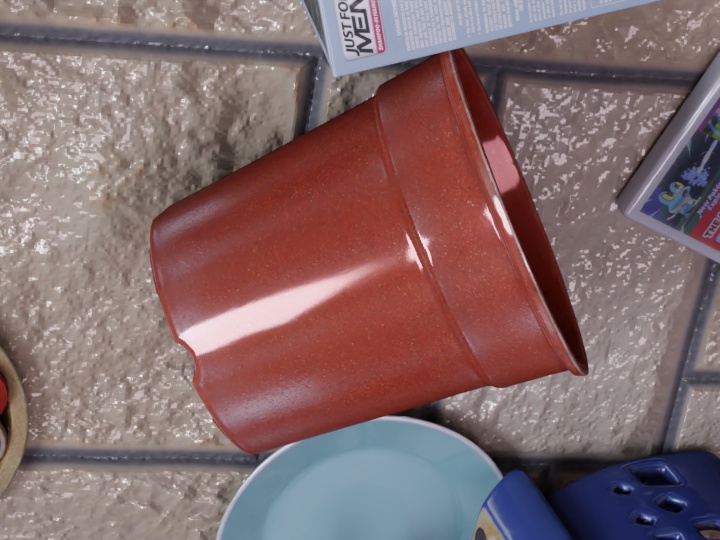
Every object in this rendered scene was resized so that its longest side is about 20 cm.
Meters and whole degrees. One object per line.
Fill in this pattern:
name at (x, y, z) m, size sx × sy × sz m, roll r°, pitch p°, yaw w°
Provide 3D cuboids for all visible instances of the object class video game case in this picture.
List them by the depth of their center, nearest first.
video game case at (0.283, -0.082, 1.184) m, size 0.182 × 0.023 × 0.200 m, roll 24°, pitch 112°, yaw -24°

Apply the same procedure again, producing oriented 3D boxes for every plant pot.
plant pot at (0.000, 0.000, 1.078) m, size 0.195 × 0.201 × 0.201 m, roll -22°, pitch 121°, yaw 9°
plant pot at (0.163, 0.242, 1.224) m, size 0.179 × 0.200 × 0.201 m, roll 4°, pitch 118°, yaw -22°

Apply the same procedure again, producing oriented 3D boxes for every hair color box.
hair color box at (0.068, -0.171, 1.040) m, size 0.199 × 0.099 × 0.061 m, roll -13°, pitch 122°, yaw -5°

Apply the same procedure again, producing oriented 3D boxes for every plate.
plate at (0.002, 0.174, 1.262) m, size 0.199 × 0.026 × 0.201 m, roll -6°, pitch 119°, yaw -10°

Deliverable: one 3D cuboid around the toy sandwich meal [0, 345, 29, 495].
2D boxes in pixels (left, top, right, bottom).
toy sandwich meal at (-0.292, 0.105, 1.132) m, size 0.204 × 0.070 × 0.206 m, roll -5°, pitch 120°, yaw -10°
